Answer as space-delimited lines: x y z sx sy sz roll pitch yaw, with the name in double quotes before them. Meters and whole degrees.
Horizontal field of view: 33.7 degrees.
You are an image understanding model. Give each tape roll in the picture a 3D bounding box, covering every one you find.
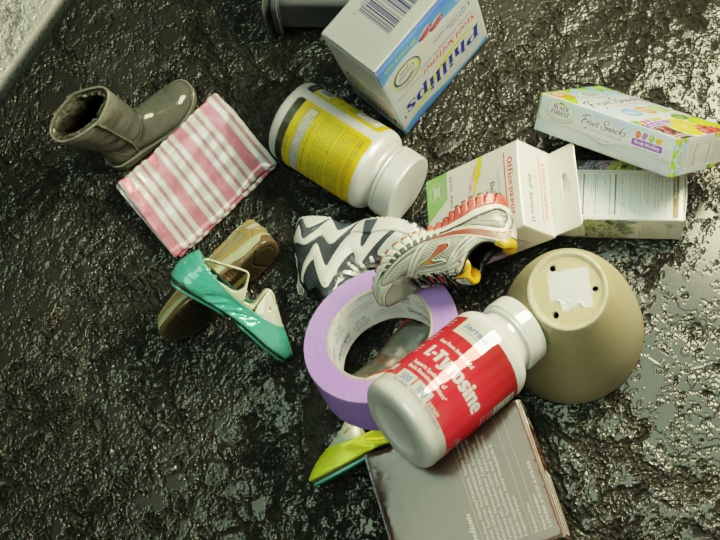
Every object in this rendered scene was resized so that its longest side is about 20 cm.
"tape roll" 0.032 0.095 1.472 0.197 0.066 0.202 -12 49 14

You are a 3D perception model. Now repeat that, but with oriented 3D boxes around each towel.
"towel" -0.231 -0.135 1.678 0.200 0.030 0.147 -43 75 0

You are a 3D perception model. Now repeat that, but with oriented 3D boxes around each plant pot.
"plant pot" 0.251 0.048 1.430 0.184 0.200 0.191 -3 73 10

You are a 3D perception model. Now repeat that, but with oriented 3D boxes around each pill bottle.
"pill bottle" -0.016 -0.156 1.592 0.199 0.114 0.115 33 85 19
"pill bottle" 0.112 0.120 1.338 0.199 0.113 0.112 -36 70 -22

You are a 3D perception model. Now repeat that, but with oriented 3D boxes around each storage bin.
"storage bin" -0.057 -0.439 1.668 0.132 0.146 0.204 6 77 4

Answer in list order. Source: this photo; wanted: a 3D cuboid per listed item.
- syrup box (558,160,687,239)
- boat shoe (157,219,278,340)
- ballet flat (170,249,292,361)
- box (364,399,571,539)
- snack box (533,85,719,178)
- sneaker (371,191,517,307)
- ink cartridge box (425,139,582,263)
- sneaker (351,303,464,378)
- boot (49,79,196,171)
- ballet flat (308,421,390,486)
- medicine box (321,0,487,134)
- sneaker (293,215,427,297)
"syrup box" 0.314 -0.090 1.516 0.196 0.079 0.083 1 76 13
"boat shoe" -0.204 0.010 1.627 0.199 0.072 0.076 -40 57 -6
"ballet flat" -0.153 0.041 1.557 0.199 0.067 0.071 36 97 -16
"box" 0.133 0.273 1.422 0.197 0.166 0.167 -20 74 7
"snack box" 0.336 -0.175 1.471 0.198 0.141 0.054 26 116 37
"sneaker" 0.099 -0.012 1.422 0.199 0.078 0.083 -34 62 20
"ink cartridge box" 0.176 -0.084 1.486 0.198 0.067 0.119 -23 62 42
"sneaker" 0.060 0.109 1.541 0.197 0.077 0.083 -25 54 0
"boot" -0.322 -0.219 1.633 0.073 0.200 0.182 43 89 18
"ballet flat" 0.018 0.208 1.518 0.197 0.067 0.068 -23 80 0
"medicine box" 0.064 -0.310 1.566 0.103 0.200 0.183 40 87 21
"sneaker" 0.000 0.000 1.568 0.195 0.079 0.132 4 78 14
